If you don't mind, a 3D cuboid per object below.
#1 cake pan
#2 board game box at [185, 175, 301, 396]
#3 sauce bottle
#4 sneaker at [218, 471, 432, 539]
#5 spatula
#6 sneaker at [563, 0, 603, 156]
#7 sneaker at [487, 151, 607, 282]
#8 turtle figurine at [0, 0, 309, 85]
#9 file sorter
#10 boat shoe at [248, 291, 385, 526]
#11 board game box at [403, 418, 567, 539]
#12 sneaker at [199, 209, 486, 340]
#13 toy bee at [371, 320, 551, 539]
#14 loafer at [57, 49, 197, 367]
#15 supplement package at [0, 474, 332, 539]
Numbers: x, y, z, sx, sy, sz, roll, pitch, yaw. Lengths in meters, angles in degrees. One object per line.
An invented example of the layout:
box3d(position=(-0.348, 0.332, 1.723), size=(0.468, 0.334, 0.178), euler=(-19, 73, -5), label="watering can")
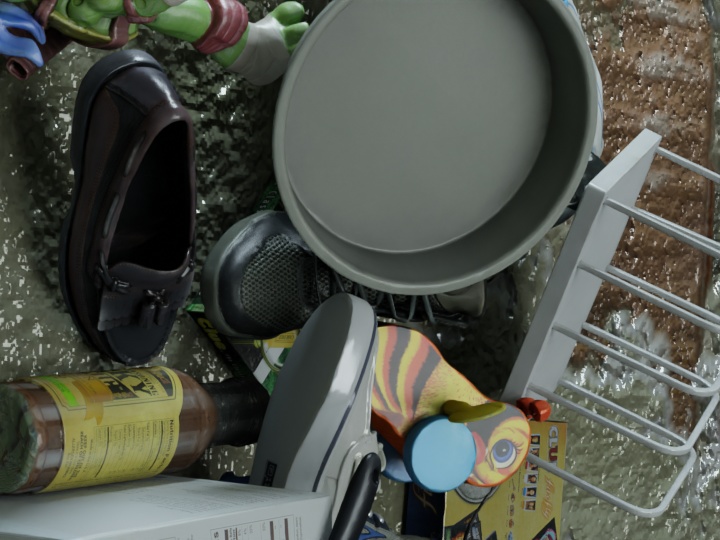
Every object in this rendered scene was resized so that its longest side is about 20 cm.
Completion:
box3d(position=(0.038, -0.086, 1.409), size=(0.200, 0.037, 0.201), euler=(-8, 111, -20), label="cake pan")
box3d(position=(-0.028, -0.015, 1.543), size=(0.200, 0.023, 0.105), euler=(-59, 134, -30), label="board game box")
box3d(position=(-0.130, 0.086, 1.395), size=(0.200, 0.065, 0.065), euler=(-3, 94, -52), label="sauce bottle")
box3d(position=(-0.017, 0.158, 1.525), size=(0.200, 0.077, 0.085), euler=(10, 80, -50), label="sneaker")
box3d(position=(-0.020, 0.191, 1.325), size=(0.057, 0.021, 0.200), euler=(47, 53, -57), label="spatula")
box3d(position=(0.125, -0.148, 1.693), size=(0.087, 0.075, 0.200), euler=(-45, 128, -56), label="sneaker")
box3d(position=(0.085, -0.032, 1.584), size=(0.115, 0.076, 0.200), euler=(-49, 163, 18), label="sneaker")
box3d(position=(-0.105, -0.187, 1.350), size=(0.194, 0.144, 0.200), euler=(18, 82, -53), label="turtle figurine")
box3d(position=(0.186, 0.036, 1.617), size=(0.139, 0.124, 0.200), euler=(-41, 154, -62), label="file sorter")
box3d(position=(-0.019, 0.114, 1.423), size=(0.066, 0.072, 0.200), euler=(16, 88, -27), label="boat shoe")
box3d(position=(0.082, 0.198, 1.673), size=(0.135, 0.035, 0.200), euler=(8, 85, -50), label="board game box")
box3d(position=(0.000, 0.000, 1.474), size=(0.199, 0.114, 0.076), euler=(-5, 94, -48), label="sneaker")
box3d(position=(0.058, 0.097, 1.556), size=(0.109, 0.131, 0.200), euler=(-41, 130, -19), label="toy bee")
box3d(position=(-0.121, -0.021, 1.350), size=(0.072, 0.063, 0.200), euler=(-22, 133, -30), label="loafer")
box3d(position=(-0.135, 0.197, 1.324), size=(0.200, 0.152, 0.151), euler=(-4, 95, -50), label="supplement package")
